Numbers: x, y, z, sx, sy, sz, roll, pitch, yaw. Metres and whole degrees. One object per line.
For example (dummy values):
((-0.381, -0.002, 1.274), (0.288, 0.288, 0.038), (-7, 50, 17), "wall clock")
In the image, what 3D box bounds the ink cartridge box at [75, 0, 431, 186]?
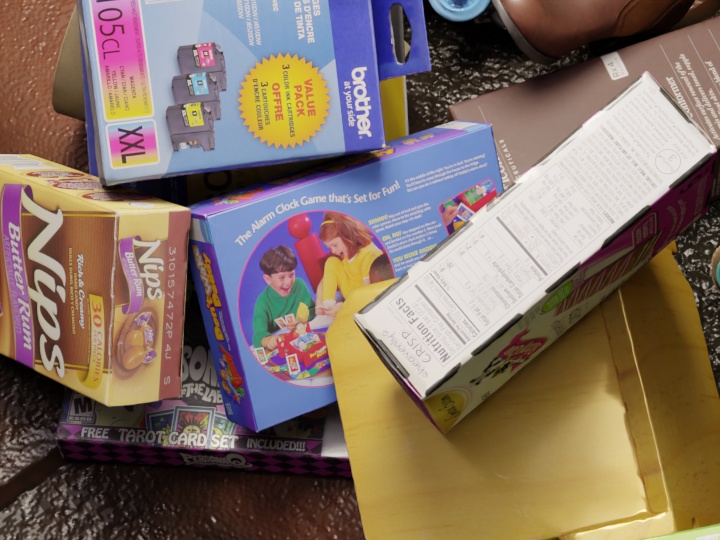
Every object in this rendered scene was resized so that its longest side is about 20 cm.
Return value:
((-0.062, -0.130, 1.178), (0.199, 0.076, 0.137), (-8, 96, -11), "ink cartridge box")

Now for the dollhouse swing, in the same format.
((0.105, 0.084, 1.199), (0.175, 0.182, 0.201), (-19, 74, 25), "dollhouse swing")

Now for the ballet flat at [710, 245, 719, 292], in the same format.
((0.323, 0.005, 1.270), (0.199, 0.071, 0.065), (12, 34, 9), "ballet flat")

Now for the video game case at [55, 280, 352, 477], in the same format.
((-0.083, 0.041, 1.289), (0.199, 0.036, 0.182), (4, 60, 7), "video game case")

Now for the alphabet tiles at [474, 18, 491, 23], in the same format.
((0.133, -0.263, 1.385), (0.199, 0.006, 0.167), (-6, 101, 17), "alphabet tiles")

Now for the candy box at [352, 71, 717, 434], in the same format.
((0.096, -0.005, 1.071), (0.200, 0.136, 0.061), (-39, 76, -1), "candy box")

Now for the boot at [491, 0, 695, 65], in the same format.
((0.196, -0.206, 1.270), (0.200, 0.188, 0.069), (-35, 64, 33), "boot")

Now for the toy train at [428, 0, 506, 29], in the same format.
((0.057, -0.257, 1.356), (0.200, 0.087, 0.114), (44, 107, -6), "toy train")

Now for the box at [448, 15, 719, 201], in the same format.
((0.167, -0.085, 1.321), (0.199, 0.075, 0.100), (-20, 61, -5), "box")

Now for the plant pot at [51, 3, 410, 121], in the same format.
((-0.075, -0.148, 1.333), (0.199, 0.187, 0.188), (26, 64, 1), "plant pot")

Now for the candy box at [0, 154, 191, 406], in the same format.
((-0.181, 0.001, 1.224), (0.056, 0.117, 0.200), (-5, 14, -39), "candy box")

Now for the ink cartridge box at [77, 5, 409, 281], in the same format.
((-0.069, -0.095, 1.243), (0.199, 0.047, 0.198), (-6, 101, -13), "ink cartridge box")

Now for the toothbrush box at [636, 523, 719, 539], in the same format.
((0.112, 0.210, 1.106), (0.199, 0.146, 0.086), (-12, 71, -1), "toothbrush box")

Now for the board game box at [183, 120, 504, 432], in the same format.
((0.000, 0.000, 1.215), (0.199, 0.135, 0.045), (-19, 15, -25), "board game box")
